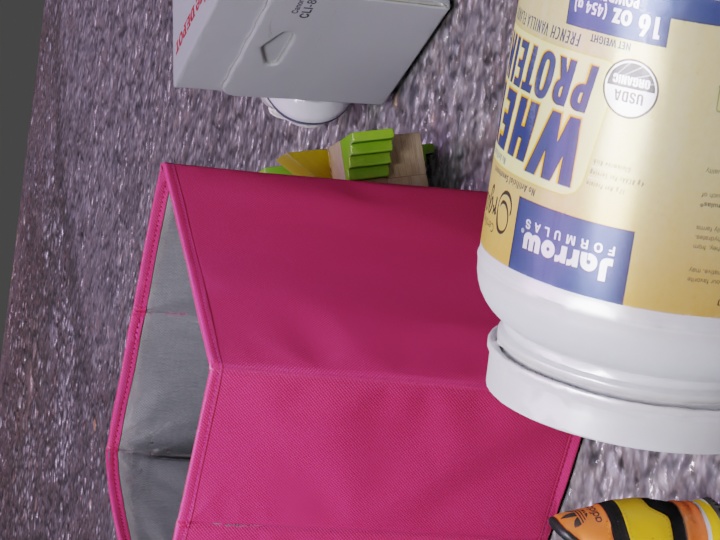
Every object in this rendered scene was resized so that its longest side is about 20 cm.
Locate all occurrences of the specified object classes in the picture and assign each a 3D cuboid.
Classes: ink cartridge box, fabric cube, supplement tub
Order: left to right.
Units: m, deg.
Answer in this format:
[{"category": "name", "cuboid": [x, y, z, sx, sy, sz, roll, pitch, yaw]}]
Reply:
[{"category": "ink cartridge box", "cuboid": [-0.035, -0.223, 1.779, 0.145, 0.144, 0.201, 127, 145, -62]}, {"category": "fabric cube", "cuboid": [-0.014, 0.081, 1.518, 0.197, 0.198, 0.201, -110, 29, -55]}, {"category": "supplement tub", "cuboid": [0.124, -0.041, 1.145, 0.144, 0.144, 0.201, -131, 47, -69]}]

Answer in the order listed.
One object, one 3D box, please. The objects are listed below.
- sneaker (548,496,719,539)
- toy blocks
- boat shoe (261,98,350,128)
[{"category": "sneaker", "cuboid": [0.104, 0.193, 1.252, 0.070, 0.089, 0.201, -135, 52, -70]}, {"category": "toy blocks", "cuboid": [0.000, 0.000, 1.719, 0.200, 0.099, 0.138, 155, 107, -72]}, {"category": "boat shoe", "cuboid": [-0.043, -0.133, 1.928, 0.200, 0.072, 0.066, -111, 25, -60]}]
